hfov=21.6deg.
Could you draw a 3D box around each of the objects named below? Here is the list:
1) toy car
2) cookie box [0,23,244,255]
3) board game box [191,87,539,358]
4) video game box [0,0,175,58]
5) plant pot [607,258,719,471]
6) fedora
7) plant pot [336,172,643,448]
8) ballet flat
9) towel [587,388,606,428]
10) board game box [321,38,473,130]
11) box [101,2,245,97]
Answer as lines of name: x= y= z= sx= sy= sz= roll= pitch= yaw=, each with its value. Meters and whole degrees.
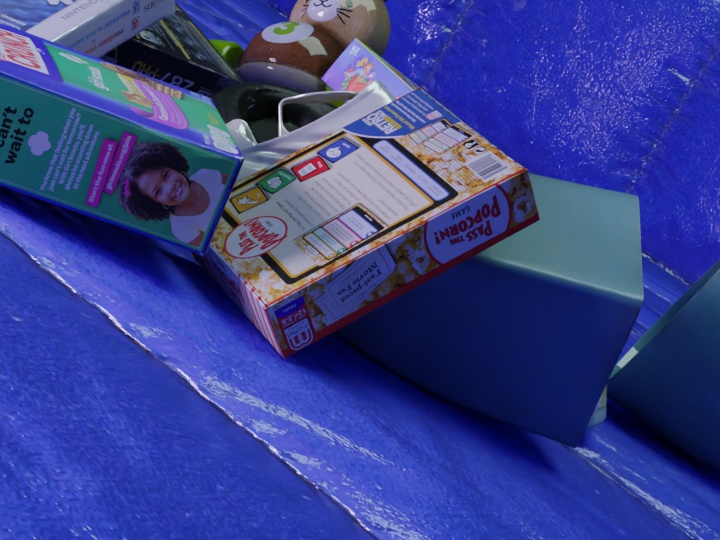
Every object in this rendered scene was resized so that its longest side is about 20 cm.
toy car: x=-0.028 y=-0.215 z=1.672 sx=0.164 sy=0.200 sz=0.158 roll=10 pitch=-17 yaw=26
cookie box: x=-0.191 y=-0.096 z=1.234 sx=0.200 sy=0.075 sz=0.171 roll=18 pitch=13 yaw=-17
board game box: x=-0.004 y=-0.037 z=1.276 sx=0.152 sy=0.200 sz=0.046 roll=45 pitch=-22 yaw=52
video game box: x=-0.269 y=-0.215 z=1.428 sx=0.200 sy=0.047 sz=0.182 roll=23 pitch=33 yaw=17
plant pot: x=0.344 y=0.093 z=1.728 sx=0.161 sy=0.201 sz=0.201 roll=45 pitch=11 yaw=5
fedora: x=-0.046 y=-0.065 z=1.505 sx=0.201 sy=0.092 sz=0.201 roll=20 pitch=28 yaw=-11
plant pot: x=0.086 y=0.010 z=1.371 sx=0.200 sy=0.141 sz=0.141 roll=16 pitch=35 yaw=-4
ballet flat: x=-0.062 y=-0.089 z=1.377 sx=0.069 sy=0.200 sz=0.069 roll=161 pitch=-90 yaw=-84
towel: x=0.183 y=0.034 z=1.571 sx=0.048 sy=0.171 sz=0.200 roll=0 pitch=5 yaw=6
board game box: x=0.070 y=-0.102 z=1.556 sx=0.134 sy=0.045 sz=0.200 roll=46 pitch=9 yaw=35
box: x=-0.203 y=-0.207 z=1.575 sx=0.161 sy=0.049 sz=0.200 roll=17 pitch=22 yaw=-38
